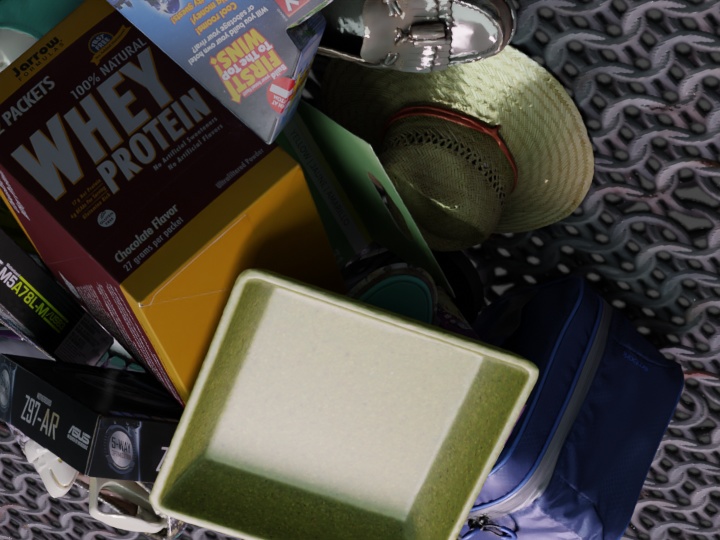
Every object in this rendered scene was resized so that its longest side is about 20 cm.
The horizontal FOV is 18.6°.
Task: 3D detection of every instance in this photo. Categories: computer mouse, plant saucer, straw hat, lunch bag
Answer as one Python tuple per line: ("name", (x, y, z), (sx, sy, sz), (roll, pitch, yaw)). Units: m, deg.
("computer mouse", (0.000, 0.000, 1.567), (0.200, 0.046, 0.141), (-32, 98, 43))
("plant saucer", (-0.013, 0.095, 1.409), (0.198, 0.048, 0.201), (18, 121, -9))
("straw hat", (0.055, -0.062, 1.447), (0.199, 0.086, 0.202), (14, 143, 10))
("lunch bag", (0.119, 0.111, 1.538), (0.132, 0.201, 0.135), (39, 146, -19))

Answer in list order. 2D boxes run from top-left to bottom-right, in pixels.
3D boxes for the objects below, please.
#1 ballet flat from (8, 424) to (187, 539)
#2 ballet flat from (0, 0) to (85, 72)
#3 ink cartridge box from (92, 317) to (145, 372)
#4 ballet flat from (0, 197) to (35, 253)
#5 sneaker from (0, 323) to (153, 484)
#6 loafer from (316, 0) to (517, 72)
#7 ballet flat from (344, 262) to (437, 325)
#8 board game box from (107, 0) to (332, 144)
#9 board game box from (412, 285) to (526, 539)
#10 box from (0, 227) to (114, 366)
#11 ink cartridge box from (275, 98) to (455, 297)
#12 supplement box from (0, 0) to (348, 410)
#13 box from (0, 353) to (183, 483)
("ballet flat", (-0.230, 0.172, 1.884), (0.199, 0.072, 0.072), (32, 142, -14))
("ballet flat", (-0.257, -0.142, 1.510), (0.199, 0.071, 0.067), (-8, 135, 33))
("ink cartridge box", (-0.139, 0.079, 1.735), (0.199, 0.067, 0.116), (28, 143, -9))
("ballet flat", (-0.201, -0.033, 1.629), (0.198, 0.067, 0.067), (17, 137, 7))
("sneaker", (-0.218, 0.104, 1.674), (0.198, 0.088, 0.075), (17, 143, 6))
("loafer", (-0.004, -0.155, 1.369), (0.198, 0.063, 0.072), (11, 126, 15))
("ballet flat", (-0.002, 0.064, 1.462), (0.071, 0.072, 0.202), (20, 121, 0))
("board game box", (-0.067, -0.190, 1.305), (0.199, 0.062, 0.201), (-31, 102, 26))
("board game box", (0.036, 0.124, 1.492), (0.032, 0.120, 0.201), (-5, 133, -38))
("box", (-0.291, -0.018, 1.580), (0.193, 0.048, 0.200), (34, 170, 32))
("ink cartridge box", (-0.032, -0.057, 1.441), (0.200, 0.048, 0.146), (41, 166, 50))
("supplement box", (-0.131, -0.035, 1.434), (0.200, 0.133, 0.198), (42, 166, 28))
("box", (-0.138, 0.110, 1.544), (0.199, 0.044, 0.160), (10, -173, -35))
